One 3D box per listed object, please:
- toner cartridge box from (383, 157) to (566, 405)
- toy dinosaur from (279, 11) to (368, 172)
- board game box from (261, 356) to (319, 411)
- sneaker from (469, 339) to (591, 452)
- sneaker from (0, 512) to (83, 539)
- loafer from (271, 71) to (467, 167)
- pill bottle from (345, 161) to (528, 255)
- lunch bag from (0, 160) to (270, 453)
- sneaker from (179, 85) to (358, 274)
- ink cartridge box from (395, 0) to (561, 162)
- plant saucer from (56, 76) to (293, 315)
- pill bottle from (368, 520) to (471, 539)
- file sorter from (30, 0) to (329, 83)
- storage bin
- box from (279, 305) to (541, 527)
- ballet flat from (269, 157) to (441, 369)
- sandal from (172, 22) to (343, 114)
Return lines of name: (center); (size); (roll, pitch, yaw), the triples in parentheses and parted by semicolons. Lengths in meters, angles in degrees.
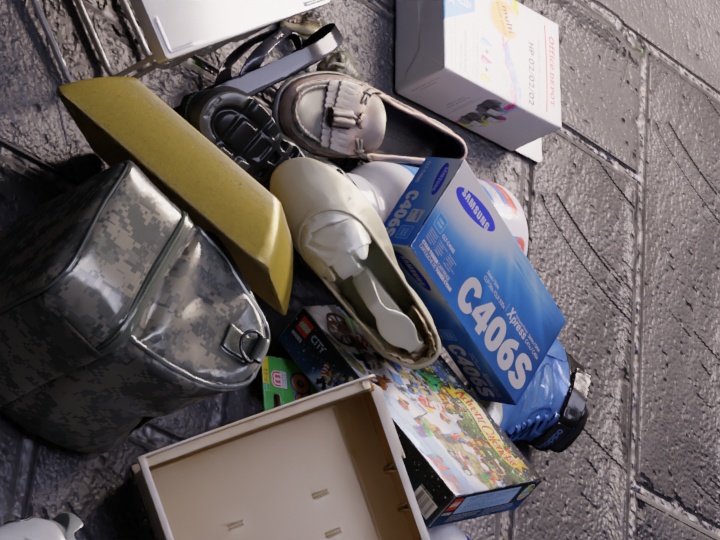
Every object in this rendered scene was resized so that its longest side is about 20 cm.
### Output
toner cartridge box: (0.091, 0.010, 1.801); (0.095, 0.043, 0.200); (-58, 132, -26)
toy dinosaur: (-0.010, -0.134, 1.901); (0.201, 0.047, 0.088); (57, 35, -16)
board game box: (-0.010, 0.132, 1.794); (0.199, 0.030, 0.096); (18, 60, -44)
sneaker: (0.143, 0.130, 1.919); (0.111, 0.077, 0.200); (42, 40, -13)
sneaker: (-0.214, 0.265, 1.488); (0.088, 0.074, 0.201); (1, 62, -46)
loafer: (0.012, -0.122, 1.841); (0.199, 0.063, 0.073); (12, 88, -49)
pill bottle: (0.039, -0.032, 1.854); (0.199, 0.112, 0.113); (9, 66, -44)
lunch bag: (-0.175, 0.041, 1.534); (0.168, 0.199, 0.140); (44, 49, -19)
sneaker: (-0.066, -0.072, 1.719); (0.075, 0.079, 0.200); (-48, 117, -14)
ink cartridge box: (0.124, -0.190, 2.048); (0.199, 0.068, 0.116); (23, 58, -39)
plant saucer: (-0.120, -0.062, 1.604); (0.200, 0.200, 0.049); (41, 83, 8)
pill bottle: (0.062, 0.266, 1.745); (0.200, 0.112, 0.113); (45, 46, -22)
file sorter: (-0.151, -0.232, 1.732); (0.199, 0.124, 0.140); (-27, 94, -49)
storage bin: (-0.044, 0.202, 1.611); (0.197, 0.094, 0.202); (-19, 85, -15)
box: (0.040, 0.111, 1.761); (0.200, 0.038, 0.136); (50, 27, 22)
ballet flat: (0.000, 0.000, 1.681); (0.200, 0.069, 0.070); (52, 43, -27)
sandal: (-0.088, -0.165, 1.790); (0.200, 0.076, 0.043); (-32, 96, -40)
